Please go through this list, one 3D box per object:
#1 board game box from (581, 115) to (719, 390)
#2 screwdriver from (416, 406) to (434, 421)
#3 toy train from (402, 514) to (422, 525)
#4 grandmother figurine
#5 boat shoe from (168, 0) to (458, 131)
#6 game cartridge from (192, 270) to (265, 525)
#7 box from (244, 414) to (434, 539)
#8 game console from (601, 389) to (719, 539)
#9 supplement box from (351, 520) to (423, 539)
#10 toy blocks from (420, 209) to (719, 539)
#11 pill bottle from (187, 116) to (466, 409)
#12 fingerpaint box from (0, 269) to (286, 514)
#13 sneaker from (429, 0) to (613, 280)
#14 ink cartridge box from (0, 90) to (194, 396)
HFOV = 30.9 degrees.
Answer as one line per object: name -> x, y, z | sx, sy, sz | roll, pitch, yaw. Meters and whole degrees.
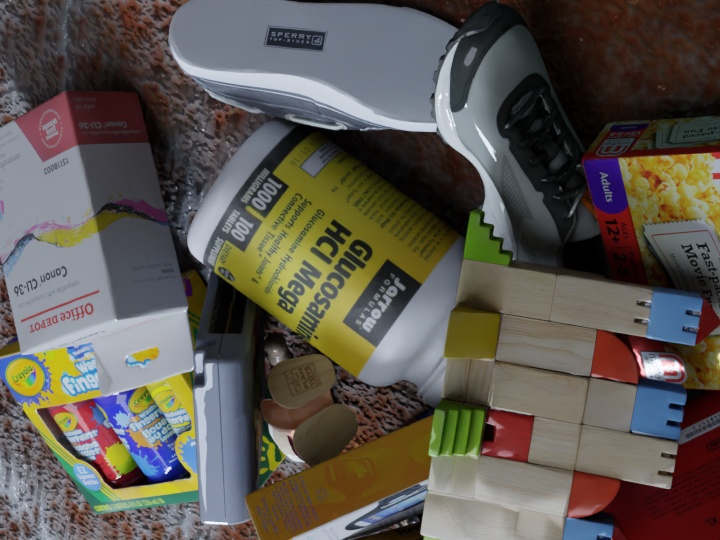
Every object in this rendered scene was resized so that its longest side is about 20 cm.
board game box -> 0.230, -0.008, 0.677 | 0.200, 0.046, 0.152 | -1, 122, 35
screwdriver -> 0.035, 0.121, 0.950 | 0.028, 0.029, 0.200 | 44, 133, -3
toy train -> 0.057, 0.216, 1.003 | 0.046, 0.034, 0.200 | 28, 143, 55
grandmother figurine -> -0.041, 0.102, 0.915 | 0.200, 0.060, 0.122 | 108, 147, -76
boat shoe -> -0.015, -0.116, 0.783 | 0.200, 0.072, 0.068 | 9, 162, 11
game cartridge -> -0.085, 0.075, 0.872 | 0.041, 0.200, 0.133 | 3, 113, -3
box -> 0.033, 0.126, 0.816 | 0.119, 0.200, 0.042 | 78, 167, -71
game console -> 0.238, 0.160, 0.736 | 0.200, 0.173, 0.119 | -27, 138, 6
supplement box -> 0.074, 0.294, 0.837 | 0.197, 0.133, 0.200 | 26, 110, 39
toy blocks -> 0.113, 0.077, 0.703 | 0.136, 0.100, 0.200 | 10, 96, 9
pill bottle -> 0.000, 0.000, 0.823 | 0.200, 0.112, 0.113 | 36, 135, 5
fingerpaint box -> -0.176, 0.104, 1.042 | 0.200, 0.073, 0.167 | -14, 113, 39
sneaker -> 0.099, -0.063, 0.720 | 0.079, 0.074, 0.200 | 23, 150, 41
ink cartridge box -> -0.193, -0.013, 0.914 | 0.116, 0.067, 0.200 | -19, 83, 40
